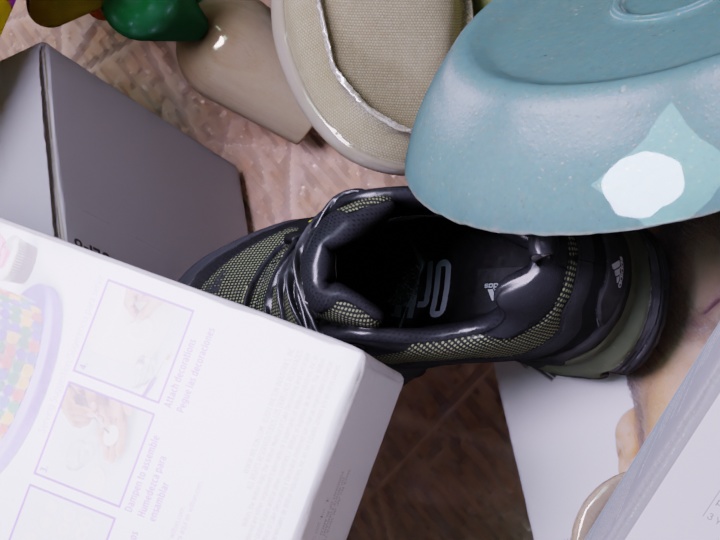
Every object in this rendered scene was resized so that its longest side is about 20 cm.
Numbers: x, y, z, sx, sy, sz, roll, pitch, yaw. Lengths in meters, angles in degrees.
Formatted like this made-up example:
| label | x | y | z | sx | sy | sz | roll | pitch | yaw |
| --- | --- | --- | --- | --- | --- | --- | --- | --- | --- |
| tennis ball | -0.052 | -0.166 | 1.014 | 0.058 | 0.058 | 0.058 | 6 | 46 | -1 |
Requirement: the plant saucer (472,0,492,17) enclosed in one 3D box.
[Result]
| label | x | y | z | sx | sy | sz | roll | pitch | yaw |
| --- | --- | --- | --- | --- | --- | --- | --- | --- | --- |
| plant saucer | 0.108 | -0.172 | 0.893 | 0.200 | 0.031 | 0.200 | -11 | 68 | 28 |

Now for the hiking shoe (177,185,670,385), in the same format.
| label | x | y | z | sx | sy | sz | roll | pitch | yaw |
| --- | --- | --- | --- | --- | --- | --- | --- | --- | --- |
| hiking shoe | 0.000 | 0.000 | 0.780 | 0.200 | 0.101 | 0.076 | -8 | 68 | 33 |

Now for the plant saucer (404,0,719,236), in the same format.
| label | x | y | z | sx | sy | sz | roll | pitch | yaw |
| --- | --- | --- | --- | --- | --- | --- | --- | --- | --- |
| plant saucer | 0.104 | -0.075 | 0.731 | 0.200 | 0.036 | 0.200 | -16 | 24 | 7 |

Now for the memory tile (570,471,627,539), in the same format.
| label | x | y | z | sx | sy | sz | roll | pitch | yaw |
| --- | --- | --- | --- | --- | --- | --- | --- | --- | --- |
| memory tile | 0.089 | 0.177 | 0.716 | 0.153 | 0.017 | 0.200 | 35 | 87 | 5 |

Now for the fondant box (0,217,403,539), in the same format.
| label | x | y | z | sx | sy | sz | roll | pitch | yaw |
| --- | --- | --- | --- | --- | --- | --- | --- | --- | --- |
| fondant box | -0.104 | 0.064 | 0.731 | 0.200 | 0.058 | 0.145 | 20 | 86 | 15 |

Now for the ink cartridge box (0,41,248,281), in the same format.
| label | x | y | z | sx | sy | sz | roll | pitch | yaw |
| --- | --- | --- | --- | --- | --- | --- | --- | --- | --- |
| ink cartridge box | -0.156 | 0.028 | 0.914 | 0.200 | 0.145 | 0.145 | -20 | 63 | 24 |

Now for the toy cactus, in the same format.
| label | x | y | z | sx | sy | sz | roll | pitch | yaw |
| --- | --- | --- | --- | --- | --- | --- | --- | --- | --- |
| toy cactus | -0.077 | -0.120 | 0.932 | 0.165 | 0.200 | 0.102 | 37 | 88 | -5 |

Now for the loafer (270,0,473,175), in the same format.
| label | x | y | z | sx | sy | sz | roll | pitch | yaw |
| --- | --- | --- | --- | --- | --- | --- | --- | --- | --- |
| loafer | 0.008 | -0.137 | 0.885 | 0.068 | 0.076 | 0.200 | 146 | 120 | -61 |

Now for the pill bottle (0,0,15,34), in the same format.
| label | x | y | z | sx | sy | sz | roll | pitch | yaw |
| --- | --- | --- | --- | --- | --- | --- | --- | --- | --- |
| pill bottle | -0.202 | -0.049 | 0.817 | 0.104 | 0.104 | 0.200 | 17 | 81 | 35 |

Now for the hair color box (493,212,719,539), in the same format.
| label | x | y | z | sx | sy | sz | roll | pitch | yaw |
| --- | --- | --- | --- | --- | --- | --- | --- | --- | --- |
| hair color box | 0.105 | 0.019 | 0.807 | 0.109 | 0.065 | 0.200 | -24 | 64 | 23 |

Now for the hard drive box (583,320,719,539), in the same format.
| label | x | y | z | sx | sy | sz | roll | pitch | yaw |
| --- | --- | --- | --- | --- | --- | --- | --- | --- | --- |
| hard drive box | 0.147 | 0.087 | 0.629 | 0.156 | 0.077 | 0.200 | 31 | 120 | 4 |
